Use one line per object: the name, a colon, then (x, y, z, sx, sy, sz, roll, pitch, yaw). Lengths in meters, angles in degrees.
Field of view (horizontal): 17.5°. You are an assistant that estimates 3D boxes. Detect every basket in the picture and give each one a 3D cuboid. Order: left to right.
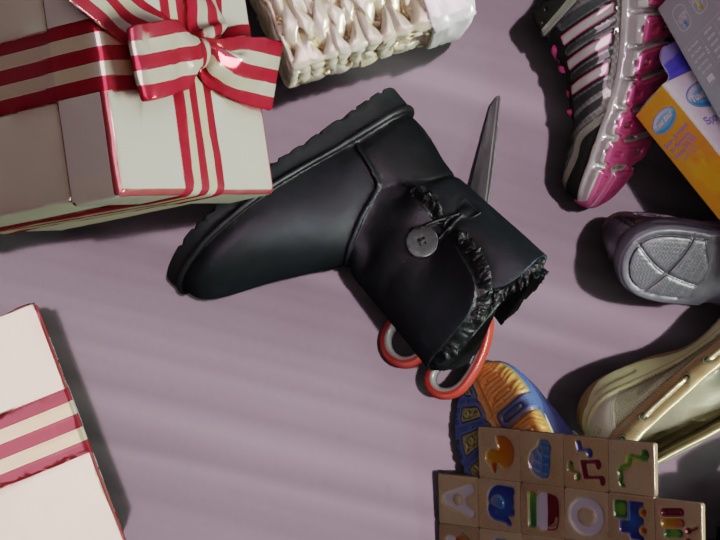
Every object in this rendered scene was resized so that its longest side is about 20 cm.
basket: (-0.023, -0.223, 1.479, 0.123, 0.136, 0.201, -22, 90, -3)

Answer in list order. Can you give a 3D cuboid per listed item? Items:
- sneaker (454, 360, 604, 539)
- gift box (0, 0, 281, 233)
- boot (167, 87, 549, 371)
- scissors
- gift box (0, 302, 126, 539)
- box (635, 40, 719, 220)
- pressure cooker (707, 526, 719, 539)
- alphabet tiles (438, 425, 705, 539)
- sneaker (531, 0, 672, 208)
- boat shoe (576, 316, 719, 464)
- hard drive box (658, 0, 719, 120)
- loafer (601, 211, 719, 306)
sneaker: (0.136, 0.147, 1.522, 0.075, 0.088, 0.200, -41, 72, 36)
gift box: (-0.166, -0.126, 1.366, 0.186, 0.184, 0.201, -9, 93, 29)
boot: (0.000, 0.000, 1.484, 0.200, 0.076, 0.168, -36, 74, -11)
scissors: (0.077, -0.014, 1.532, 0.073, 0.014, 0.201, 23, 83, 23)
gift box: (-0.251, 0.140, 1.423, 0.186, 0.185, 0.201, -20, 84, -7)
box: (0.267, -0.069, 1.502, 0.119, 0.042, 0.200, -25, 70, -40)
pressure cooker: (0.308, 0.208, 1.477, 0.178, 0.176, 0.201, 0, 87, 5)
alphabet tiles: (0.130, 0.186, 1.472, 0.199, 0.006, 0.167, 3, 97, 38)
sneaker: (0.152, -0.143, 1.525, 0.087, 0.074, 0.201, 16, 106, 26)
boat shoe: (0.238, 0.071, 1.492, 0.200, 0.063, 0.073, -22, 125, -8)
hard drive box: (0.305, -0.113, 1.472, 0.155, 0.077, 0.201, -11, 66, -36)
loafer: (0.251, -0.005, 1.533, 0.199, 0.063, 0.072, 12, 111, -21)
